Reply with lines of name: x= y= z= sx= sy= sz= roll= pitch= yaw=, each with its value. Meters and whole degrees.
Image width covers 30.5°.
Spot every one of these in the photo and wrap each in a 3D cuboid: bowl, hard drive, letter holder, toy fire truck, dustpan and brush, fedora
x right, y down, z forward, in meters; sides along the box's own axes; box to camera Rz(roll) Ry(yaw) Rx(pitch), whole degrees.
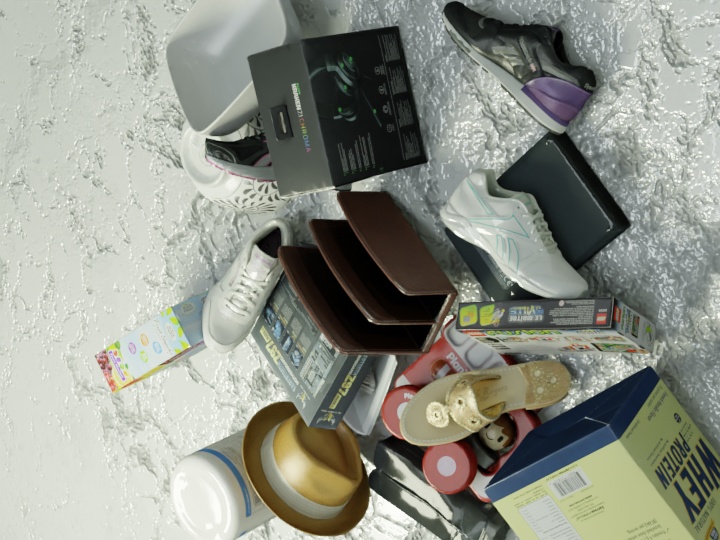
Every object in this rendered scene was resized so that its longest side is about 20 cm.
bowl: x=-0.151 y=-0.283 z=1.688 sx=0.200 sy=0.074 sz=0.200 roll=-44 pitch=49 yaw=26
hard drive: x=0.201 y=-0.051 z=1.533 sx=0.200 sy=0.033 sz=0.140 roll=-44 pitch=74 yaw=39
bowl: x=-0.180 y=-0.164 z=1.779 sx=0.200 sy=0.094 sz=0.202 roll=12 pitch=110 yaw=36
letter holder: x=0.000 y=0.000 z=1.604 sx=0.200 sy=0.141 sz=0.101 roll=57 pitch=134 yaw=41
toy fire truck: x=0.137 y=0.171 z=1.616 sx=0.168 sy=0.112 sz=0.200 roll=-45 pitch=71 yaw=18
dustpan and brush: x=-0.027 y=0.105 z=1.750 sx=0.200 sy=0.057 sz=0.140 roll=-118 pitch=39 yaw=-48
fedora: x=-0.057 y=0.247 z=1.734 sx=0.201 sy=0.200 sz=0.082 roll=55 pitch=134 yaw=13

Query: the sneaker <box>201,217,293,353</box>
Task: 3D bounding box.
sneaker: x=-0.153 y=0.014 z=1.747 sx=0.075 sy=0.100 sz=0.201 roll=27 pitch=79 yaw=-2

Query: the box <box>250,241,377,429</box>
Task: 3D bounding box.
box: x=-0.057 y=0.083 z=1.719 sx=0.158 sy=0.051 sz=0.200 roll=-61 pitch=41 yaw=22

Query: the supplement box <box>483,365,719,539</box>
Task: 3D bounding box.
supplement box: x=0.286 y=0.253 z=1.461 sx=0.200 sy=0.134 sz=0.200 roll=-36 pitch=92 yaw=41

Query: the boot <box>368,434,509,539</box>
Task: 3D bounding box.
boot: x=0.087 y=0.330 z=1.721 sx=0.199 sy=0.066 sz=0.166 roll=31 pitch=113 yaw=26

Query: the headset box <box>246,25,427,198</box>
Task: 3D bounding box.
headset box: x=-0.029 y=-0.190 z=1.574 sx=0.092 sy=0.199 sz=0.175 roll=-8 pitch=99 yaw=40

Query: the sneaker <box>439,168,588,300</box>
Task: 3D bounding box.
sneaker: x=0.181 y=-0.039 z=1.487 sx=0.200 sy=0.070 sz=0.081 roll=40 pitch=114 yaw=20

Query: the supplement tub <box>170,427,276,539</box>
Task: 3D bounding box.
supplement tub: x=-0.151 y=0.285 z=1.818 sx=0.131 sy=0.199 sz=0.133 roll=12 pitch=110 yaw=36

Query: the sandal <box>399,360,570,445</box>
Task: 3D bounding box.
sandal: x=0.142 y=0.144 z=1.541 sx=0.210 sy=0.070 sz=0.078 roll=-16 pitch=71 yaw=3

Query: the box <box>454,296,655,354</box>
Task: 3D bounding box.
box: x=0.220 y=0.065 z=1.495 sx=0.199 sy=0.110 sz=0.035 roll=-3 pitch=70 yaw=37

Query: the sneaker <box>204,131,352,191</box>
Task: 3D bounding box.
sneaker: x=-0.103 y=-0.157 z=1.679 sx=0.080 sy=0.199 sz=0.087 roll=-153 pitch=71 yaw=-67

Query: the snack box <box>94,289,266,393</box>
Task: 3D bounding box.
snack box: x=-0.251 y=0.088 z=1.864 sx=0.199 sy=0.168 sz=0.068 roll=-29 pitch=88 yaw=40

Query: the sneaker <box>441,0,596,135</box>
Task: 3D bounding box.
sneaker: x=0.182 y=-0.250 z=1.478 sx=0.200 sy=0.076 sz=0.088 roll=46 pitch=113 yaw=16
